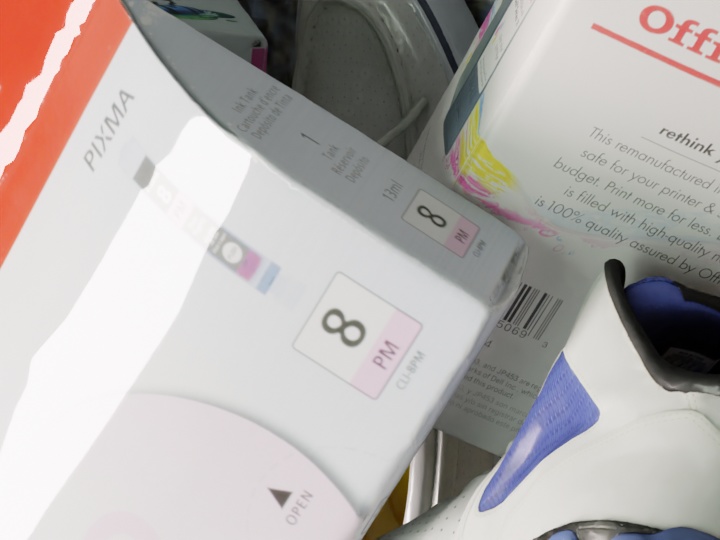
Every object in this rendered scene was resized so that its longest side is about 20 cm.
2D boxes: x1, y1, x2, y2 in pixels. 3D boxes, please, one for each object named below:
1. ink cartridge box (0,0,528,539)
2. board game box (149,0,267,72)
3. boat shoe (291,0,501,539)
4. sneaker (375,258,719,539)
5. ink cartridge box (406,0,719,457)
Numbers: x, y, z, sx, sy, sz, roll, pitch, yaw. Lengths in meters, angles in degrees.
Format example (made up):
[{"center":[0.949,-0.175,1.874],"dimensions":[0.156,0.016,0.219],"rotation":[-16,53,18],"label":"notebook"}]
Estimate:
[{"center":[-0.079,0.009,0.791],"dimensions":[0.199,0.057,0.163],"rotation":[30,119,-2],"label":"ink cartridge box"},{"center":[-0.084,-0.032,0.923],"dimensions":[0.200,0.064,0.149],"rotation":[-127,40,-64],"label":"board game box"},{"center":[-0.003,0.001,0.907],"dimensions":[0.074,0.086,0.204],"rotation":[2,102,42],"label":"boat shoe"},{"center":[0.064,0.065,0.776],"dimensions":[0.080,0.116,0.199],"rotation":[31,158,-14],"label":"sneaker"},{"center":[0.087,-0.037,0.792],"dimensions":[0.116,0.068,0.201],"rotation":[23,124,-11],"label":"ink cartridge box"}]
